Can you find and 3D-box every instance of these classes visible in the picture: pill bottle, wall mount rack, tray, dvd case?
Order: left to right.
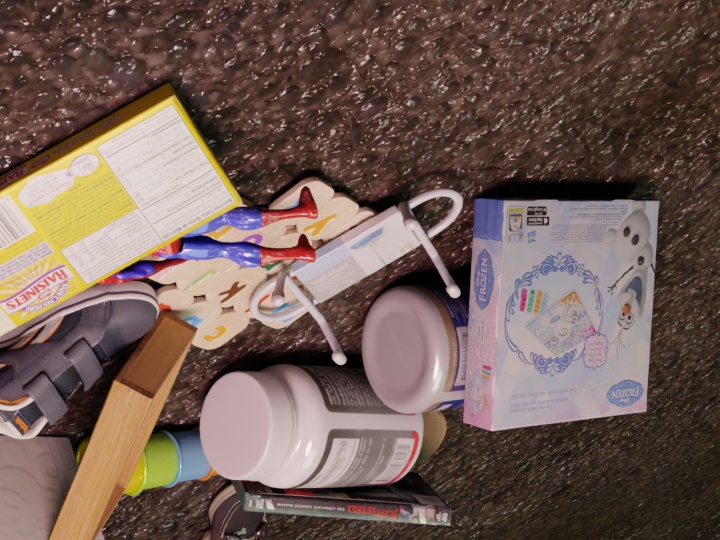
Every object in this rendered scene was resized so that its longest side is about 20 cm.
[{"bbox_3d":[-0.195,0.136,1.205,0.200,0.037,0.099,-62,-179,35],"label":"tray"},{"bbox_3d":[-0.045,0.145,1.382,0.200,0.114,0.114,8,136,-47],"label":"pill bottle"},{"bbox_3d":[-0.024,0.215,1.453,0.199,0.022,0.146,5,-175,-13],"label":"dvd case"},{"bbox_3d":[0.000,0.000,1.189,0.200,0.075,0.174,-31,151,5],"label":"wall mount rack"},{"bbox_3d":[0.110,0.068,1.383,0.199,0.116,0.116,-2,143,-38],"label":"pill bottle"}]

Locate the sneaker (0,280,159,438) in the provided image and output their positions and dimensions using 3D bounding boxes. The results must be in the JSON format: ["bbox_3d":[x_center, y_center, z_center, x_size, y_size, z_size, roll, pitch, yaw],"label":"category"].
[{"bbox_3d":[-0.240,0.078,1.132,0.199,0.080,0.079,-23,149,-3],"label":"sneaker"}]

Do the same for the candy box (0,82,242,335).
[{"bbox_3d":[-0.191,-0.039,1.011,0.200,0.026,0.102,-28,131,3],"label":"candy box"}]

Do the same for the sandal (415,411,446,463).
[{"bbox_3d":[0.039,0.170,1.570,0.070,0.078,0.212,-45,177,-42],"label":"sandal"}]

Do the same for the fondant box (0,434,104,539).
[{"bbox_3d":[-0.313,0.210,1.229,0.200,0.145,0.058,9,137,-48],"label":"fondant box"}]

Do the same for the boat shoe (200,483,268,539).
[{"bbox_3d":[-0.130,0.290,1.600,0.072,0.065,0.200,-8,146,-29],"label":"boat shoe"}]

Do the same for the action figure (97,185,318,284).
[{"bbox_3d":[-0.133,-0.025,1.083,0.199,0.052,0.066,-6,126,-18],"label":"action figure"}]

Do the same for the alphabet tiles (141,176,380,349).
[{"bbox_3d":[-0.084,-0.005,1.204,0.195,0.015,0.200,-37,150,17],"label":"alphabet tiles"}]

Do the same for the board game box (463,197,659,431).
[{"bbox_3d":[0.183,0.034,1.334,0.199,0.200,0.043,-2,-174,-38],"label":"board game box"}]

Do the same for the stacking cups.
[{"bbox_3d":[-0.164,0.171,1.387,0.200,0.061,0.061,-5,145,-39],"label":"stacking cups"}]
